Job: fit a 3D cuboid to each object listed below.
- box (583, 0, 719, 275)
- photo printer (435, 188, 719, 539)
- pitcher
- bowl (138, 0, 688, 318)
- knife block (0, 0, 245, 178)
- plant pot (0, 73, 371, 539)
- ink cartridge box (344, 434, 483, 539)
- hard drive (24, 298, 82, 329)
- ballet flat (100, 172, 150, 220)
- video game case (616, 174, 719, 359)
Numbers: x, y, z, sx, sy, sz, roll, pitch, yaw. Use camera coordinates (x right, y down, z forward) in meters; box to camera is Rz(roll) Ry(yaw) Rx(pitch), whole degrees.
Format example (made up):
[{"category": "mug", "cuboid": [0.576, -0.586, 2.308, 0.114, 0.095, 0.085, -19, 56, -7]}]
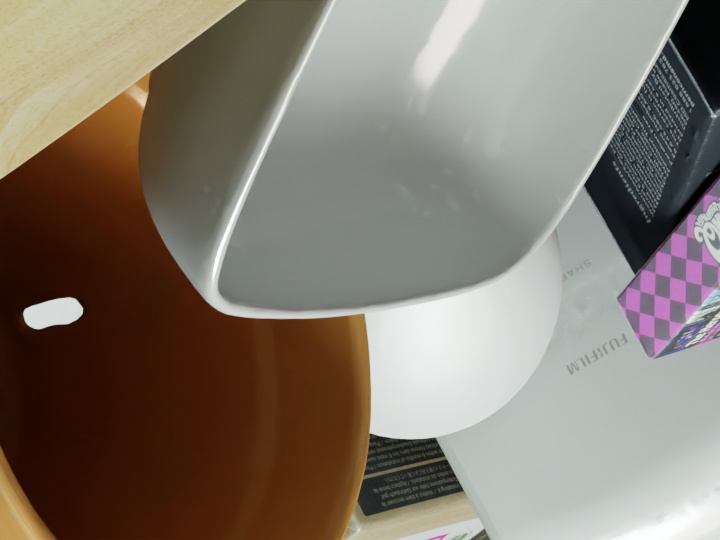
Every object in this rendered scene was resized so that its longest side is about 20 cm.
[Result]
[{"category": "box", "cuboid": [0.160, -0.094, 1.028, 0.148, 0.105, 0.200, -26, 164, -11]}, {"category": "photo printer", "cuboid": [0.104, 0.034, 1.149, 0.166, 0.200, 0.069, -30, 163, 8]}, {"category": "pitcher", "cuboid": [0.000, 0.000, 1.020, 0.171, 0.121, 0.200, -31, 157, -14]}, {"category": "bowl", "cuboid": [0.020, -0.087, 0.799, 0.199, 0.075, 0.200, -5, 127, -54]}, {"category": "knife block", "cuboid": [-0.093, -0.062, 0.640, 0.199, 0.064, 0.176, 2, 158, 16]}, {"category": "plant pot", "cuboid": [-0.110, 0.026, 0.822, 0.140, 0.201, 0.200, -14, 173, 33]}, {"category": "ink cartridge box", "cuboid": [-0.022, 0.154, 1.517, 0.164, 0.075, 0.200, -7, 153, -48]}, {"category": "hard drive", "cuboid": [-0.190, 0.051, 0.986, 0.200, 0.025, 0.132, -26, 161, -28]}, {"category": "ballet flat", "cuboid": [-0.011, -0.080, 0.913, 0.200, 0.067, 0.057, -27, -157, -1]}, {"category": "video game case", "cuboid": [0.211, -0.046, 1.004, 0.181, 0.036, 0.200, -20, 161, -26]}]
